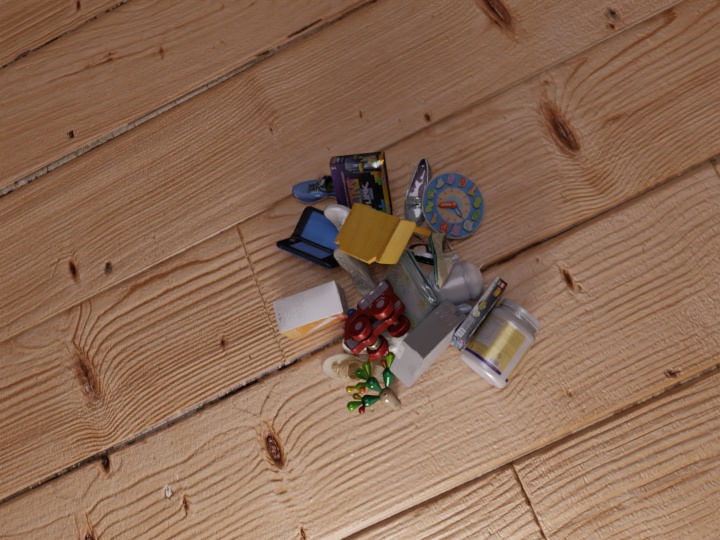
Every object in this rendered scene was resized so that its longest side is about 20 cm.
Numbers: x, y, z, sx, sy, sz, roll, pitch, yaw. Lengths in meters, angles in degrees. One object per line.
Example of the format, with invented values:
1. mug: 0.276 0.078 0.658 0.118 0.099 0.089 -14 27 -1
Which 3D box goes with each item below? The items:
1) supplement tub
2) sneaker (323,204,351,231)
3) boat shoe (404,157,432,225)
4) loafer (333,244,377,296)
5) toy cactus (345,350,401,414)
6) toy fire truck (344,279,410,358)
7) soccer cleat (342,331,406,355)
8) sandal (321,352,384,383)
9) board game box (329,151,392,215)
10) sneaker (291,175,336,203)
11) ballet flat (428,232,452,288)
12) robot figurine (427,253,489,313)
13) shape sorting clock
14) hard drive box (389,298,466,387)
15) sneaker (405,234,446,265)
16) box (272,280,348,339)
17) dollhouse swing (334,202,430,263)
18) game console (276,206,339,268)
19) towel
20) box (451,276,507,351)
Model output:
1. supplement tub: 0.381 0.195 1.615 0.144 0.146 0.202 36 84 17
2. sneaker: -0.030 -0.123 1.780 0.198 0.071 0.081 35 53 -3
3. boat shoe: 0.174 -0.238 1.810 0.072 0.065 0.207 13 79 14
4. loafer: 0.000 0.000 1.757 0.069 0.070 0.202 -21 109 43
5. toy cactus: 0.053 0.324 1.655 0.165 0.102 0.202 42 71 -16
6. toy fire truck: 0.033 0.132 1.656 0.199 0.112 0.168 -42 34 2
7. soccer cleat: 0.042 0.209 1.713 0.194 0.078 0.071 -6 74 9
8. sandal: -0.019 0.279 1.712 0.206 0.070 0.080 8 77 13
9. board game box: 0.005 -0.246 1.779 0.160 0.204 0.057 -5 37 9
10. sneaker: -0.122 -0.263 1.863 0.194 0.089 0.081 -6 73 9
11. ballet flat: 0.228 -0.036 1.654 0.060 0.068 0.203 -6 47 5
12. robot figurine: 0.264 0.043 1.694 0.195 0.113 0.174 -17 86 7
13. shape sorting clock: 0.276 -0.194 1.770 0.194 0.039 0.206 1 84 -7
14. hard drive box: 0.181 0.195 1.608 0.076 0.158 0.199 39 53 17
15. sneaker: 0.168 -0.070 1.765 0.195 0.074 0.082 14 75 13
16. box: -0.140 0.118 1.750 0.195 0.125 0.100 -19 73 6
17. dollhouse swing: 0.071 -0.086 1.692 0.198 0.175 0.185 24 83 44
18. game console: -0.129 -0.104 1.813 0.196 0.170 0.121 21 107 16
19. towel: 0.133 0.062 1.690 0.047 0.173 0.203 -11 59 -32
20. box: 0.325 0.122 1.640 0.040 0.137 0.201 36 80 14
